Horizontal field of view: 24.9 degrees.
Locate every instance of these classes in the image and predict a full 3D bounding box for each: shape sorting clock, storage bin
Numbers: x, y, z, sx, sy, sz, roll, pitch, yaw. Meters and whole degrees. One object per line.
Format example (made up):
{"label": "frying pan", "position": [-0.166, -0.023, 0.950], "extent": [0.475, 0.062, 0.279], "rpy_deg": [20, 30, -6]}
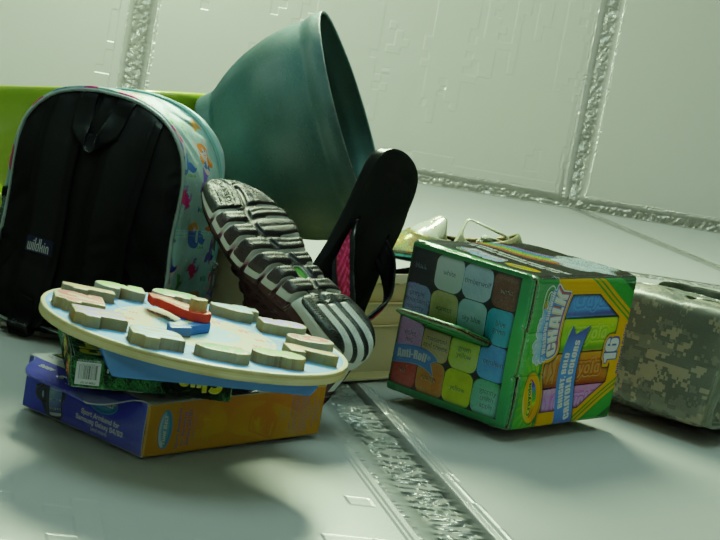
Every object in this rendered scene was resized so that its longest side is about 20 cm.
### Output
{"label": "shape sorting clock", "position": [-0.104, 0.037, 1.028], "extent": [0.198, 0.040, 0.200], "rpy_deg": [9, 9, -1]}
{"label": "storage bin", "position": [-0.049, 0.024, 1.424], "extent": [0.199, 0.095, 0.198], "rpy_deg": [17, 10, 39]}

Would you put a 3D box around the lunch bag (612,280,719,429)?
{"label": "lunch bag", "position": [0.305, 0.076, 1.467], "extent": [0.163, 0.119, 0.199], "rpy_deg": [16, 4, 40]}

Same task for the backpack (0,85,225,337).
{"label": "backpack", "position": [-0.196, -0.047, 1.313], "extent": [0.176, 0.202, 0.150], "rpy_deg": [13, 13, 21]}

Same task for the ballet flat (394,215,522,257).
{"label": "ballet flat", "position": [0.126, -0.041, 2.205], "extent": [0.198, 0.071, 0.071], "rpy_deg": [9, 8, -7]}

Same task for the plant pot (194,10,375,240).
{"label": "plant pot", "position": [-0.067, -0.114, 1.446], "extent": [0.133, 0.202, 0.200], "rpy_deg": [-14, 5, 8]}

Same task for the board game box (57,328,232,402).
{"label": "board game box", "position": [-0.150, 0.049, 1.101], "extent": [0.104, 0.024, 0.200], "rpy_deg": [9, 8, -14]}

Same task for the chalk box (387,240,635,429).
{"label": "chalk box", "position": [0.109, 0.050, 1.304], "extent": [0.124, 0.125, 0.199], "rpy_deg": [18, 12, 39]}

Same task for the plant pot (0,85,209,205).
{"label": "plant pot", "position": [-0.237, -0.076, 1.505], "extent": [0.197, 0.184, 0.200], "rpy_deg": [3, 6, 21]}

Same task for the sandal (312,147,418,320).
{"label": "sandal", "position": [0.000, 0.000, 1.276], "extent": [0.045, 0.202, 0.075], "rpy_deg": [19, -5, 44]}

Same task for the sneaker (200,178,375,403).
{"label": "sneaker", "position": [-0.080, 0.030, 1.217], "extent": [0.075, 0.116, 0.200], "rpy_deg": [2, 40, -45]}

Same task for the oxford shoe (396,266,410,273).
{"label": "oxford shoe", "position": [-0.024, 0.012, 1.611], "extent": [0.198, 0.073, 0.071], "rpy_deg": [7, 9, -22]}

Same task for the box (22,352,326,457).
{"label": "box", "position": [-0.131, 0.085, 1.099], "extent": [0.118, 0.042, 0.199], "rpy_deg": [17, 13, 37]}
